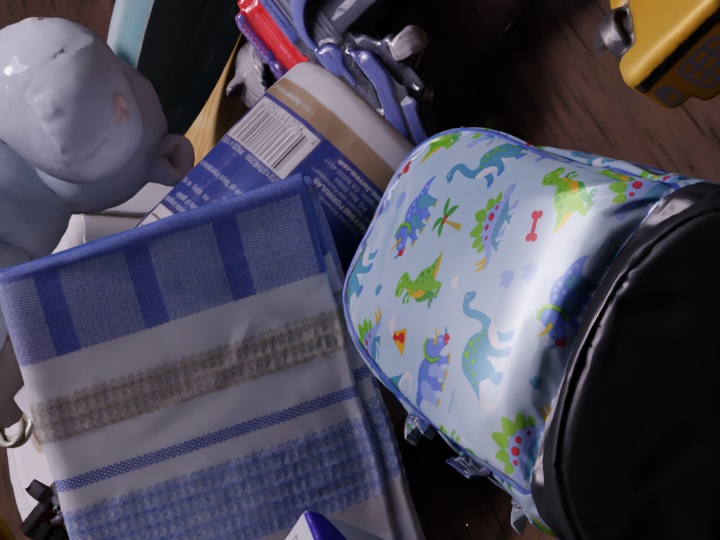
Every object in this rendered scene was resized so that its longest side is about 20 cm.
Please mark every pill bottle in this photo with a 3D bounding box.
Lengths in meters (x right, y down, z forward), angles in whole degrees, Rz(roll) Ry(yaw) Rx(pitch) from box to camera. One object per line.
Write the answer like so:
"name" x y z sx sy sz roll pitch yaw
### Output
"pill bottle" -0.055 0.013 1.205 0.200 0.111 0.111 -46 26 -4

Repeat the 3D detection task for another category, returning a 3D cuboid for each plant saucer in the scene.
"plant saucer" -0.086 -0.153 1.395 0.200 0.027 0.200 22 -90 -81

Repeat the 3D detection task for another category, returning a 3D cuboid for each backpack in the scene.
"backpack" 0.082 0.019 1.093 0.200 0.154 0.163 -125 57 -75

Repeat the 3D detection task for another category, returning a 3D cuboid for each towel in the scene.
"towel" -0.059 0.071 1.144 0.024 0.147 0.200 -146 38 -74

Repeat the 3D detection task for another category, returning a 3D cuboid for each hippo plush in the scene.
"hippo plush" -0.154 -0.027 1.261 0.161 0.200 0.159 -33 67 -2

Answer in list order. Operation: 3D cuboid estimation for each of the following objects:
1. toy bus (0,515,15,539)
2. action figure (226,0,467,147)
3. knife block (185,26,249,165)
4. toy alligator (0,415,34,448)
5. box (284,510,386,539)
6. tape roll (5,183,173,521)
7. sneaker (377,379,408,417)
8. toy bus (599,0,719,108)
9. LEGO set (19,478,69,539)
"toy bus" -0.214 0.145 1.253 0.136 0.200 0.192 -32 15 9
"action figure" 0.026 -0.123 1.318 0.193 0.105 0.200 -31 77 10
"knife block" -0.044 -0.096 1.493 0.176 0.064 0.200 -50 29 28
"toy alligator" -0.188 0.021 1.404 0.059 0.054 0.200 -31 53 12
"box" -0.013 0.235 1.090 0.200 0.105 0.184 -57 26 16
"tape roll" -0.133 0.042 1.416 0.202 0.071 0.203 -178 90 -71
"sneaker" 0.000 0.000 1.303 0.075 0.082 0.200 -55 27 18
"toy bus" 0.146 -0.150 1.170 0.065 0.078 0.200 -44 32 34
"LEGO set" -0.072 0.123 1.249 0.154 0.116 0.200 -48 36 13
